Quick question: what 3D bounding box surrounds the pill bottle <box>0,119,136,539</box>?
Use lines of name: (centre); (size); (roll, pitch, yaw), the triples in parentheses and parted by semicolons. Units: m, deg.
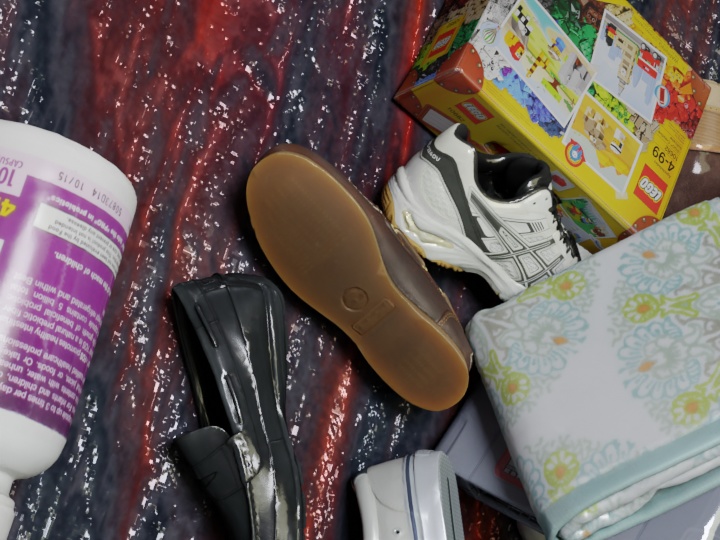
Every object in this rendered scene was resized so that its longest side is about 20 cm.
pill bottle: (-0.191, 0.036, 0.637); (0.111, 0.112, 0.203); (23, 70, -28)

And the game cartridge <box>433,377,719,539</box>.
game cartridge: (0.152, 0.110, 0.802); (0.134, 0.198, 0.041); (-52, 140, -21)

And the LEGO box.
LEGO box: (0.141, -0.127, 0.902); (0.199, 0.077, 0.150); (37, 64, -23)

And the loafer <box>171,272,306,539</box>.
loafer: (-0.075, 0.102, 0.734); (0.069, 0.068, 0.204); (-2, 79, -25)

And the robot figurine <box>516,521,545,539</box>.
robot figurine: (0.194, 0.167, 0.871); (0.167, 0.113, 0.203); (-23, 97, 0)

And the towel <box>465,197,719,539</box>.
towel: (0.176, 0.058, 0.774); (0.048, 0.198, 0.172); (55, 12, -44)

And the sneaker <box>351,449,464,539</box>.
sneaker: (0.031, 0.213, 0.770); (0.073, 0.070, 0.203); (47, 34, -57)

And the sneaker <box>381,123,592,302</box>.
sneaker: (0.112, -0.028, 0.849); (0.198, 0.088, 0.076); (24, 31, -32)

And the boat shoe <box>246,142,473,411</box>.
boat shoe: (0.000, 0.000, 0.803); (0.201, 0.070, 0.071); (54, 20, -19)

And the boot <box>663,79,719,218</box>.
boot: (0.308, -0.047, 1.021); (0.198, 0.072, 0.169); (15, 87, -32)
